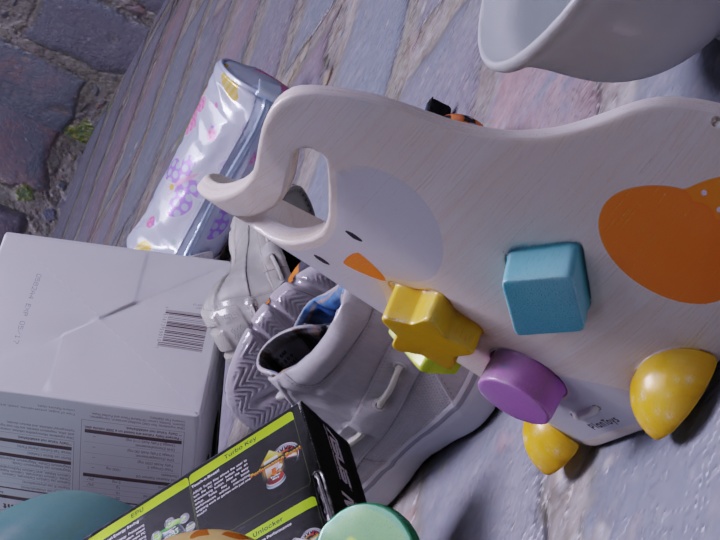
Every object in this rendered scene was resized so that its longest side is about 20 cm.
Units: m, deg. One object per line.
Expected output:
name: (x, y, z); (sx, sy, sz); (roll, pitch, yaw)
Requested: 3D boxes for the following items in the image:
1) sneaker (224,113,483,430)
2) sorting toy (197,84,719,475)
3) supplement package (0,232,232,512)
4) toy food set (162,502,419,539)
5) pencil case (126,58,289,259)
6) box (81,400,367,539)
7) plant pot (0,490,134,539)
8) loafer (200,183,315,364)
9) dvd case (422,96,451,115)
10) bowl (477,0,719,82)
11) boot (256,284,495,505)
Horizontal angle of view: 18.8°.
sneaker: (0.000, 0.000, 1.169); (0.200, 0.078, 0.112); (-48, 14, 1)
sorting toy: (0.034, -0.011, 0.813); (0.107, 0.180, 0.200); (-70, 12, -19)
supplement package: (-0.168, 0.107, 1.382); (0.152, 0.151, 0.200); (-82, -1, -52)
toy food set: (-0.026, 0.181, 0.803); (0.198, 0.049, 0.200); (-13, 53, 29)
pencil case: (-0.126, -0.082, 1.867); (0.200, 0.083, 0.091); (-62, 6, 14)
box: (-0.075, 0.180, 0.914); (0.200, 0.048, 0.193); (-34, 39, 13)
plant pot: (-0.170, 0.222, 1.223); (0.161, 0.201, 0.201); (-59, 5, -38)
loafer: (-0.046, -0.004, 1.360); (0.070, 0.070, 0.200); (-23, 23, 16)
dvd case: (-0.004, 0.005, 1.332); (0.200, 0.018, 0.143); (-54, 16, 43)
bowl: (0.133, -0.153, 0.881); (0.201, 0.090, 0.201); (-59, 14, 24)
boot: (-0.007, 0.057, 1.054); (0.200, 0.096, 0.074); (-48, 21, 55)
